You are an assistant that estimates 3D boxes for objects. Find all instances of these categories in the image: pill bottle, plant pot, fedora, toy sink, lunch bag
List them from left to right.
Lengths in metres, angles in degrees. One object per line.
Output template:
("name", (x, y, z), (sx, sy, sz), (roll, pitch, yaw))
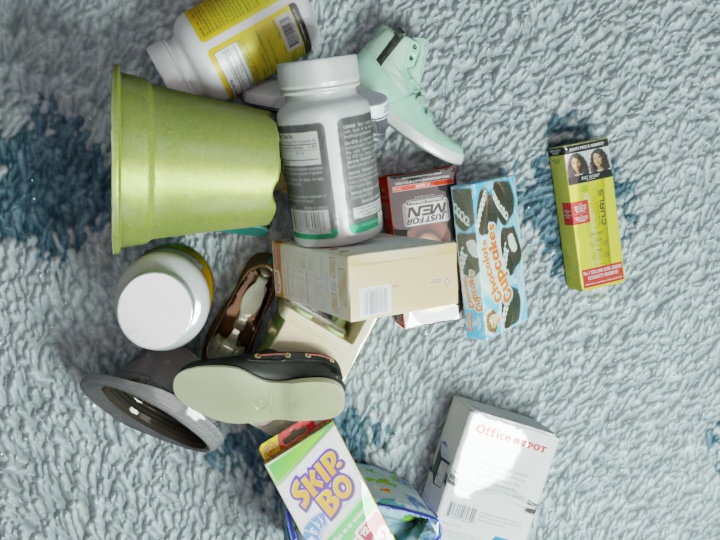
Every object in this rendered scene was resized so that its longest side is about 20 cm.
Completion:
("pill bottle", (-0.233, 0.031, 0.854), (0.107, 0.200, 0.115), (-1, 97, -9))
("fedora", (-0.245, 0.150, 0.900), (0.178, 0.196, 0.092), (56, 50, -41))
("plant pot", (-0.190, -0.119, 0.814), (0.179, 0.200, 0.207), (1, 97, -19))
("pill bottle", (-0.156, -0.282, 0.877), (0.197, 0.112, 0.114), (-31, 100, -5))
("toy sink", (-0.075, 0.102, 0.926), (0.110, 0.130, 0.204), (29, 92, -11))
("pill bottle", (-0.037, -0.139, 0.825), (0.110, 0.113, 0.206), (-9, 106, -8))
("lunch bag", (-0.005, 0.326, 0.941), (0.194, 0.170, 0.132), (-5, 93, -10))

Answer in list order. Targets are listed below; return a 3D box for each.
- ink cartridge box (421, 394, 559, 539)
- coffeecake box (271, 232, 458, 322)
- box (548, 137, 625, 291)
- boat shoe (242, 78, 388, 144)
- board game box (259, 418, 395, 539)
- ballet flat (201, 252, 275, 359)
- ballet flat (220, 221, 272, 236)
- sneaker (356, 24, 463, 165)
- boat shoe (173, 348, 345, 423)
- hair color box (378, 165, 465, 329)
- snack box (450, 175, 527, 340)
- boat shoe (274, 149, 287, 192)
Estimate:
("ink cartridge box", (0.176, 0.301, 1.013), (0.143, 0.086, 0.206), (18, 92, -12))
("coffeecake box", (0.000, 0.000, 0.869), (0.150, 0.198, 0.076), (-8, 101, -30))
("box", (0.322, -0.079, 1.014), (0.073, 0.050, 0.206), (-10, 98, -9))
("boat shoe", (-0.059, -0.199, 0.914), (0.194, 0.072, 0.069), (9, 124, 10))
("board game box", (-0.035, 0.273, 0.840), (0.094, 0.030, 0.204), (-29, 91, -9))
("ballet flat", (-0.159, 0.072, 0.936), (0.067, 0.072, 0.204), (28, 91, -8))
("ballet flat", (-0.210, -0.084, 0.921), (0.193, 0.068, 0.073), (1, 73, -8))
("sneaker", (0.080, -0.234, 0.939), (0.198, 0.074, 0.120), (35, 96, -9))
("boat shoe", (-0.115, 0.131, 0.828), (0.195, 0.064, 0.076), (3, 119, -8))
("hair color box", (0.087, -0.033, 0.973), (0.098, 0.061, 0.207), (-9, 98, -10))
("snack box", (0.178, -0.020, 0.972), (0.115, 0.036, 0.207), (-16, 102, -46))
("boat shoe", (-0.085, -0.138, 0.926), (0.193, 0.069, 0.076), (0, 98, -8))
